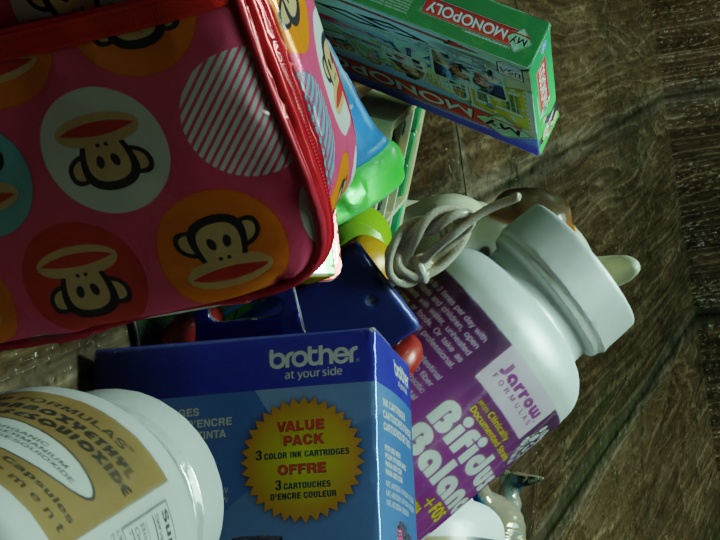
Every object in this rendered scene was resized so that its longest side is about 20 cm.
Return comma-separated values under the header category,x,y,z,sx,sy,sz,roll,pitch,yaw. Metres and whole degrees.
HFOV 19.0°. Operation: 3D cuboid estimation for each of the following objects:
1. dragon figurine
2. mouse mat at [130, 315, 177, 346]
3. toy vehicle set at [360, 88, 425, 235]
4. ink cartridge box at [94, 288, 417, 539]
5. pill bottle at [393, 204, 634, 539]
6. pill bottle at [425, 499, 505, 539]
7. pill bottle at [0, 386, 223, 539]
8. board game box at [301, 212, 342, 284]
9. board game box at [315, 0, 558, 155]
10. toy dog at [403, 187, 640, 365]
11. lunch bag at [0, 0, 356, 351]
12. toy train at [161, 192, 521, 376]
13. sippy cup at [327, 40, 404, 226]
category,x,y,z,sx,sy,sz,roll,pitch,yaw
dragon figurine,0.059,0.167,1.342,0.059,0.199,0.100,15,87,-39
mouse mat,-0.072,0.063,1.129,0.200,0.007,0.162,-44,125,-69
toy vehicle set,-0.003,-0.002,1.213,0.124,0.026,0.201,-52,155,-72
ink cartridge box,-0.047,0.103,0.964,0.076,0.136,0.201,53,33,-69
pill bottle,0.043,0.060,1.124,0.112,0.200,0.112,50,-5,6
pill bottle,0.032,0.194,1.239,0.111,0.110,0.201,38,47,-68
pill bottle,-0.120,0.102,0.753,0.200,0.114,0.115,-25,107,-73
board game box,-0.085,-0.041,0.904,0.199,0.030,0.096,-1,83,-41
board game box,0.005,-0.128,1.116,0.135,0.199,0.029,66,48,-73
toy dog,0.087,0.019,1.327,0.200,0.193,0.140,137,-44,-84
lunch bag,-0.111,-0.067,0.708,0.082,0.199,0.177,-73,148,-58
toy train,0.000,0.000,1.057,0.085,0.200,0.116,52,17,-17
sippy cup,-0.063,-0.080,1.027,0.178,0.139,0.131,-157,-136,-75
